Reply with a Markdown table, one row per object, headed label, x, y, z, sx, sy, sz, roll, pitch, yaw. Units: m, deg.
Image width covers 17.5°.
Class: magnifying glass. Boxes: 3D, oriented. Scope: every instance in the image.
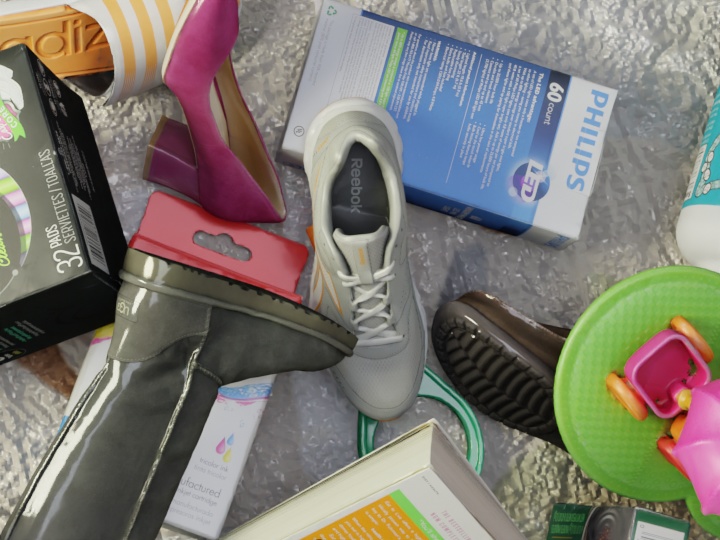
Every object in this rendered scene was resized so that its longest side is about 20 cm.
| label | x | y | z | sx | sy | sz | roll | pitch | yaw |
| --- | --- | --- | --- | --- | --- | --- | --- | --- | --- |
| magnifying glass | 0.016 | 0.060 | 1.495 | 0.079 | 0.022 | 0.201 | -23 | 88 | -10 |

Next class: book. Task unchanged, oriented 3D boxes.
| label | x | y | z | sx | sy | sz | roll | pitch | yaw |
| --- | --- | --- | --- | --- | --- | --- | --- | --- | --- |
| book | -0.002 | 0.190 | 1.392 | 0.199 | 0.048 | 0.134 | -29 | 115 | 21 |

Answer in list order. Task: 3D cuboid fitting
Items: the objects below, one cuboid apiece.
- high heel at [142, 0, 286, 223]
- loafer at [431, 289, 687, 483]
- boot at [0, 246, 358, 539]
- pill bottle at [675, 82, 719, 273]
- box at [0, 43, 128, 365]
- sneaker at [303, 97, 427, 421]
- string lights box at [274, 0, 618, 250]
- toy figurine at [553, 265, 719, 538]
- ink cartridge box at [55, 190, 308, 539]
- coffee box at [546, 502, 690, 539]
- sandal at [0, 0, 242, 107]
| label | x | y | z | sx | sy | sz | roll | pitch | yaw |
| --- | --- | --- | --- | --- | --- | --- | --- | --- | --- |
| high heel | -0.074 | -0.103 | 1.421 | 0.095 | 0.201 | 0.068 | 19 | 46 | 0 |
| loafer | 0.133 | 0.071 | 1.490 | 0.199 | 0.073 | 0.071 | 35 | 54 | -12 |
| boot | -0.106 | 0.101 | 1.372 | 0.181 | 0.072 | 0.202 | 18 | 90 | -32 |
| pill bottle | 0.268 | -0.057 | 1.498 | 0.110 | 0.111 | 0.202 | 18 | 80 | -5 |
| box | -0.252 | -0.019 | 1.382 | 0.198 | 0.124 | 0.150 | -20 | 76 | 6 |
| sneaker | 0.000 | 0.000 | 1.427 | 0.075 | 0.092 | 0.202 | -9 | 102 | 1 |
| string lights box | 0.055 | -0.092 | 1.499 | 0.198 | 0.059 | 0.104 | 17 | 81 | -5 |
| toy figurine | 0.225 | 0.110 | 1.365 | 0.150 | 0.184 | 0.200 | -40 | 110 | -1 |
| ink cartridge box | -0.110 | 0.055 | 1.452 | 0.115 | 0.067 | 0.202 | 20 | 80 | -5 |
| coffee box | 0.139 | 0.245 | 1.432 | 0.044 | 0.123 | 0.202 | 16 | 81 | -18 |
| sandal | -0.168 | -0.133 | 1.455 | 0.205 | 0.080 | 0.059 | -14 | 49 | -11 |
